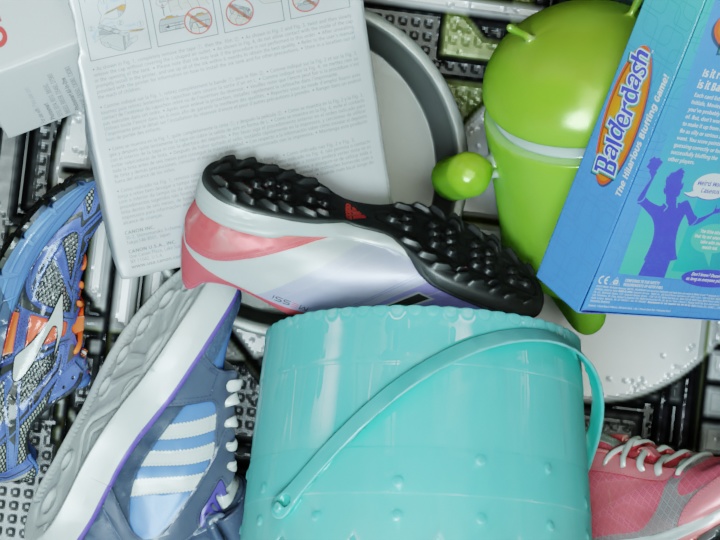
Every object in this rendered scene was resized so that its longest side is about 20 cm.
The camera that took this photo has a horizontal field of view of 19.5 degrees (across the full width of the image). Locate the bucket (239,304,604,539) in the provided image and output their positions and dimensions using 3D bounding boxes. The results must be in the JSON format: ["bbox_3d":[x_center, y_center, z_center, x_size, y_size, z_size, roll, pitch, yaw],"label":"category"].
[{"bbox_3d":[0.034,0.101,1.142,0.207,0.207,0.135,2,78,-5],"label":"bucket"}]

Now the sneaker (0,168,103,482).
[{"bbox_3d":[-0.185,0.033,1.206,0.078,0.075,0.200,26,96,-13],"label":"sneaker"}]

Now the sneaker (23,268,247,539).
[{"bbox_3d":[-0.085,0.107,1.201,0.146,0.081,0.200,31,90,-24],"label":"sneaker"}]

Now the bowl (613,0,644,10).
[{"bbox_3d":[0.183,-0.215,1.187,0.105,0.201,0.201,-14,91,14],"label":"bowl"}]

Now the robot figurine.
[{"bbox_3d":[0.131,-0.064,1.176,0.175,0.116,0.200,-17,128,-7],"label":"robot figurine"}]

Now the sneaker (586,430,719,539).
[{"bbox_3d":[0.155,0.126,1.186,0.200,0.074,0.087,-30,78,39],"label":"sneaker"}]

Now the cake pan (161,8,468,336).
[{"bbox_3d":[-0.037,-0.060,1.228,0.200,0.037,0.201,0,90,-5],"label":"cake pan"}]

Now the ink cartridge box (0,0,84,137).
[{"bbox_3d":[-0.140,-0.184,1.179,0.200,0.084,0.146,-22,72,-5],"label":"ink cartridge box"}]

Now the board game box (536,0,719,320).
[{"bbox_3d":[0.194,-0.070,1.104,0.152,0.045,0.200,5,116,-35],"label":"board game box"}]

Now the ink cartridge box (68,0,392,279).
[{"bbox_3d":[-0.074,-0.108,1.142,0.161,0.050,0.200,-13,112,-11],"label":"ink cartridge box"}]

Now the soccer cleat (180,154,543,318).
[{"bbox_3d":[0.000,0.000,1.140,0.200,0.068,0.073,16,121,-10],"label":"soccer cleat"}]
